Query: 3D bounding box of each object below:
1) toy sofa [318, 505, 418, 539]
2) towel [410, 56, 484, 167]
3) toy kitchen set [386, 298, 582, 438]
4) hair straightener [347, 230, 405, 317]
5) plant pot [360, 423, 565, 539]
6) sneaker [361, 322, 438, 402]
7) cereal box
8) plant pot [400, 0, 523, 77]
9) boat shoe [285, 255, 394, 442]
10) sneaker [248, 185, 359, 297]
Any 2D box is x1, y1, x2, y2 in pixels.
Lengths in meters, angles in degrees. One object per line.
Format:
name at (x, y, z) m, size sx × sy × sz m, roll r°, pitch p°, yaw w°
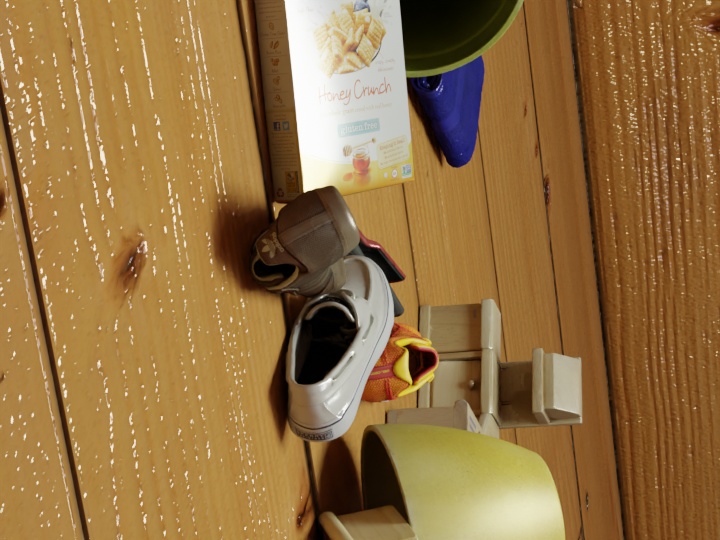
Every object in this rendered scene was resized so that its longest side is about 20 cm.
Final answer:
toy sofa at (0.001, 0.300, 1.714) m, size 0.083 × 0.097 × 0.201 m, roll -135°, pitch -144°, yaw -72°
towel at (0.090, -0.215, 2.288) m, size 0.200 × 0.049 × 0.148 m, roll 59°, pitch 37°, yaw -64°
toy kitchen set at (0.126, 0.105, 2.083) m, size 0.181 × 0.163 × 0.201 m, roll 59°, pitch 30°, yaw -63°
hair straightener at (0.000, 0.000, 1.838) m, size 0.200 × 0.041 × 0.077 m, roll 61°, pitch 28°, yaw -62°
plant pot at (0.092, 0.217, 1.800) m, size 0.200 × 0.141 × 0.201 m, roll 170°, pitch -90°, yaw -78°
sneaker at (0.038, 0.087, 1.904) m, size 0.200 × 0.077 × 0.073 m, roll -36°, pitch 120°, yaw -76°
cereal box at (-0.020, -0.161, 1.684) m, size 0.144 × 0.039 × 0.201 m, roll -15°, pitch 103°, yaw -49°
plant pot at (0.042, -0.287, 1.830) m, size 0.193 × 0.200 × 0.201 m, roll -90°, pitch 172°, yaw -72°
boat shoe at (-0.022, 0.046, 1.685) m, size 0.200 × 0.072 × 0.066 m, roll -67°, pitch 156°, yaw -45°
sneaker at (-0.054, -0.016, 1.585) m, size 0.071 × 0.075 × 0.200 m, roll 64°, pitch -12°, yaw 10°
